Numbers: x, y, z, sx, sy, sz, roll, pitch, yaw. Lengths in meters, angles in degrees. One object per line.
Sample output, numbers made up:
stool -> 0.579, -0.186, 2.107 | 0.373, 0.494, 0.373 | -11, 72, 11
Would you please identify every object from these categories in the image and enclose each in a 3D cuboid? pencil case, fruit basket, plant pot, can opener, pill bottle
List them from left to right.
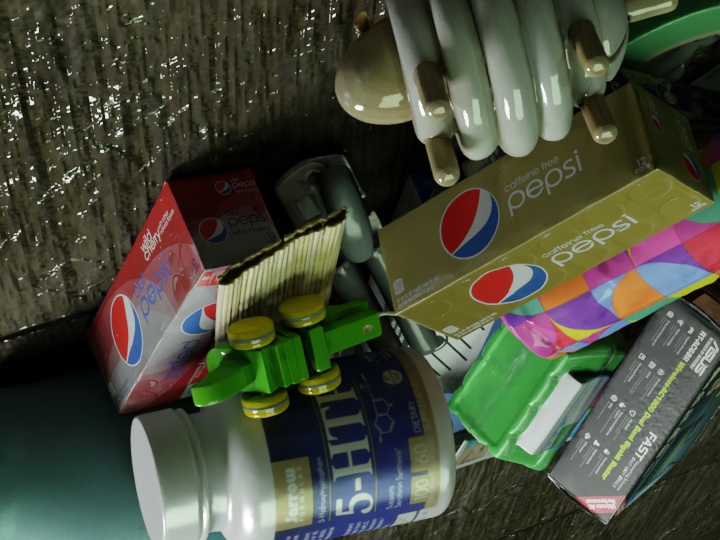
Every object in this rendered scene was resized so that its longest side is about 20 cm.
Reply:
plant pot -> -0.194, 0.157, 1.374 | 0.187, 0.201, 0.200 | 8, 145, -25
pill bottle -> -0.047, 0.125, 1.272 | 0.199, 0.120, 0.120 | -10, 155, -17
can opener -> 0.000, 0.000, 1.285 | 0.052, 0.067, 0.200 | -24, 134, 5
fruit basket -> 0.169, 0.080, 1.463 | 0.200, 0.094, 0.186 | 2, 128, -48
pencil case -> 0.179, -0.017, 1.192 | 0.200, 0.089, 0.088 | -29, 157, 28

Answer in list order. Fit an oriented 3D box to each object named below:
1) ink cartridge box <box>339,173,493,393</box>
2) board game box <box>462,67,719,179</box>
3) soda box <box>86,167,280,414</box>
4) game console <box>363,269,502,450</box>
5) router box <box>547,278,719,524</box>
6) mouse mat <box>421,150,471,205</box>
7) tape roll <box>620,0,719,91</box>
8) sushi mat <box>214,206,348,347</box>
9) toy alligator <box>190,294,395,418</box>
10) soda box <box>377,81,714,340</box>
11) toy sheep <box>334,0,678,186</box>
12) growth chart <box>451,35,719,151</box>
ink cartridge box -> 0.056, 0.014, 1.387 | 0.094, 0.044, 0.200 | -2, 138, -21
board game box -> 0.178, -0.074, 1.204 | 0.199, 0.032, 0.120 | 8, 149, -33
soda box -> -0.120, 0.016, 1.263 | 0.063, 0.070, 0.200 | -11, 155, -31
game console -> 0.104, 0.051, 1.503 | 0.199, 0.177, 0.116 | -18, -175, -11
router box -> 0.241, 0.083, 1.438 | 0.150, 0.062, 0.200 | -28, 152, -52
mouse mat -> 0.138, -0.048, 1.265 | 0.199, 0.008, 0.161 | 1, 148, -24
tape roll -> 0.201, -0.129, 1.230 | 0.200, 0.048, 0.201 | -17, 154, -9
sushi mat -> -0.055, 0.022, 1.243 | 0.095, 0.012, 0.200 | -28, 163, -15
toy alligator -> -0.033, 0.043, 1.234 | 0.199, 0.060, 0.054 | -23, -158, -29
soda box -> 0.110, -0.033, 1.155 | 0.200, 0.064, 0.068 | -31, 146, 30
toy sheep -> 0.082, -0.125, 1.064 | 0.199, 0.138, 0.138 | -12, 157, -2
growth chart -> 0.155, -0.127, 1.276 | 0.200, 0.018, 0.145 | -32, 155, 20
